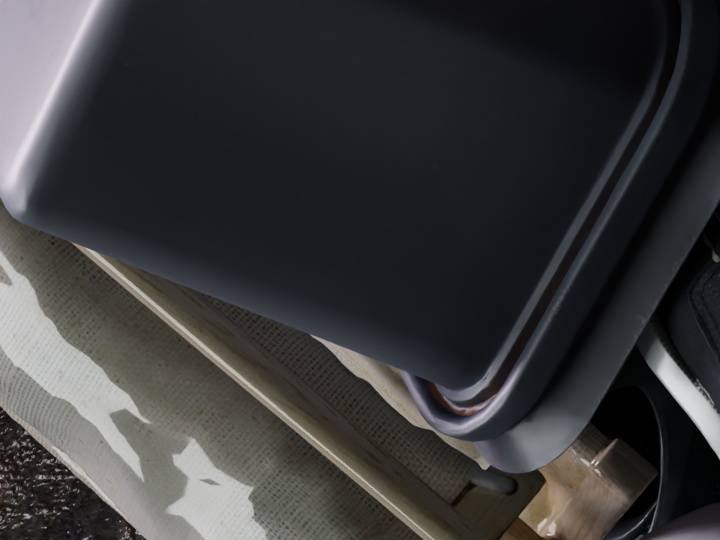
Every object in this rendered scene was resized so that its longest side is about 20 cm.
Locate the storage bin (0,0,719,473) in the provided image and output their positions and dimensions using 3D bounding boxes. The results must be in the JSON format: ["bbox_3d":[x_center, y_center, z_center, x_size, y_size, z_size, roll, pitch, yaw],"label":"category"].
[{"bbox_3d":[-0.014,-0.072,0.617,0.134,0.146,0.200,17,-154,-27],"label":"storage bin"}]

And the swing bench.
[{"bbox_3d":[-0.039,0.038,0.710,0.199,0.130,0.200,40,-161,6],"label":"swing bench"}]

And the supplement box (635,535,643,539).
[{"bbox_3d":[0.072,0.042,1.014,0.104,0.101,0.200,62,178,-9],"label":"supplement box"}]

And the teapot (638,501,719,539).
[{"bbox_3d":[0.092,0.157,0.759,0.198,0.145,0.201,-86,-14,-57],"label":"teapot"}]

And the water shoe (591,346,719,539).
[{"bbox_3d":[0.092,0.062,0.848,0.071,0.079,0.201,20,147,43],"label":"water shoe"}]

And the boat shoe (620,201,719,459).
[{"bbox_3d":[0.106,0.026,0.562,0.060,0.075,0.201,-59,38,43],"label":"boat shoe"}]
